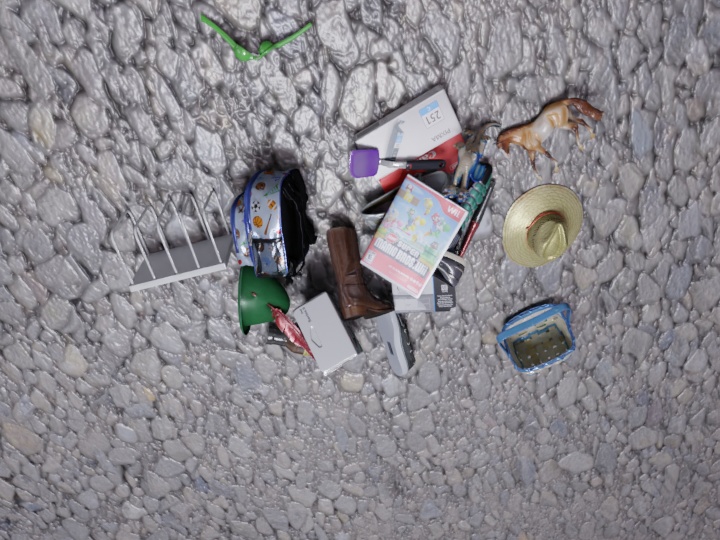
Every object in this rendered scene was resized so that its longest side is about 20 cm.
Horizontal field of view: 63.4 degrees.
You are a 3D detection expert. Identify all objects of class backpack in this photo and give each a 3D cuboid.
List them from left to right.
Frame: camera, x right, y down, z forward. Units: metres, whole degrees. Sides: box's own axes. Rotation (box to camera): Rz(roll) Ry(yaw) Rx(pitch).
[{"bbox_3d":[-0.168,-0.099,1.144,0.149,0.201,0.195,4,116,3],"label":"backpack"}]

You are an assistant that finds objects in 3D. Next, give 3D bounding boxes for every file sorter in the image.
[{"bbox_3d":[-0.369,-0.066,1.161,0.194,0.140,0.127,-13,118,2],"label":"file sorter"}]

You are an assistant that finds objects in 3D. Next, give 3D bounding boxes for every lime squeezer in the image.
[{"bbox_3d":[-0.185,-0.410,1.043,0.194,0.038,0.073,1,90,-6],"label":"lime squeezer"}]

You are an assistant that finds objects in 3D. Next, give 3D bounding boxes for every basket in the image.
[{"bbox_3d":[0.407,0.155,1.356,0.173,0.142,0.200,-24,151,8],"label":"basket"}]

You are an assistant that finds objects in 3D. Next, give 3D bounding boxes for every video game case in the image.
[{"bbox_3d":[0.105,-0.066,1.157,0.141,0.017,0.203,30,105,3],"label":"video game case"}]

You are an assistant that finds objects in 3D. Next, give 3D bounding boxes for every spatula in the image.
[{"bbox_3d":[0.074,-0.207,1.138,0.194,0.021,0.058,0,120,-8],"label":"spatula"}]

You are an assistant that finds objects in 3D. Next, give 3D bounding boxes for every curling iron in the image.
[{"bbox_3d":[0.239,-0.103,1.265,0.049,0.026,0.203,21,116,-14],"label":"curling iron"}]

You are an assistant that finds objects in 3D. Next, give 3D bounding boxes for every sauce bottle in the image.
[{"bbox_3d":[-0.123,0.166,1.365,0.195,0.065,0.066,13,119,-11],"label":"sauce bottle"}]

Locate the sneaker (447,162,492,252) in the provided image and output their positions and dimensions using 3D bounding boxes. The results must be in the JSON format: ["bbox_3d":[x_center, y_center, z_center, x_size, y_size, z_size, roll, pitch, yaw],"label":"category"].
[{"bbox_3d":[0.195,-0.144,1.203,0.086,0.074,0.203,30,87,21],"label":"sneaker"}]

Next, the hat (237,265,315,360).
[{"bbox_3d":[-0.156,0.063,1.229,0.171,0.168,0.204,4,129,1],"label":"hat"}]

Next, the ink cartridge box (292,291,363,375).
[{"bbox_3d":[-0.064,0.133,1.240,0.083,0.200,0.148,-29,84,0],"label":"ink cartridge box"}]

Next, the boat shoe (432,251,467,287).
[{"bbox_3d":[0.118,-0.024,1.198,0.195,0.073,0.064,20,82,7],"label":"boat shoe"}]

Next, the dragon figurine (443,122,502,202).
[{"bbox_3d":[0.214,-0.213,1.137,0.058,0.201,0.101,19,136,18],"label":"dragon figurine"}]

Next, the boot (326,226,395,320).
[{"bbox_3d":[0.000,0.000,1.254,0.063,0.205,0.185,-19,167,28],"label":"boot"}]

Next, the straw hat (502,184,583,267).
[{"bbox_3d":[0.408,-0.074,1.265,0.195,0.086,0.206,-2,121,-4],"label":"straw hat"}]

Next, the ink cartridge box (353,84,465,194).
[{"bbox_3d":[0.111,-0.238,1.163,0.197,0.045,0.178,-28,119,10],"label":"ink cartridge box"}]

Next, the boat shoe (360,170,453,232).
[{"bbox_3d":[0.095,-0.144,1.180,0.198,0.076,0.065,-23,151,17],"label":"boat shoe"}]

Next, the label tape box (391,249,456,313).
[{"bbox_3d":[0.135,-0.007,1.274,0.140,0.064,0.204,-3,122,9],"label":"label tape box"}]

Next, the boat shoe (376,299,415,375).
[{"bbox_3d":[0.087,0.153,1.385,0.056,0.068,0.205,-28,118,-29],"label":"boat shoe"}]

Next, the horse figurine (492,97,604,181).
[{"bbox_3d":[0.379,-0.273,1.159,0.199,0.050,0.133,-40,99,26],"label":"horse figurine"}]
